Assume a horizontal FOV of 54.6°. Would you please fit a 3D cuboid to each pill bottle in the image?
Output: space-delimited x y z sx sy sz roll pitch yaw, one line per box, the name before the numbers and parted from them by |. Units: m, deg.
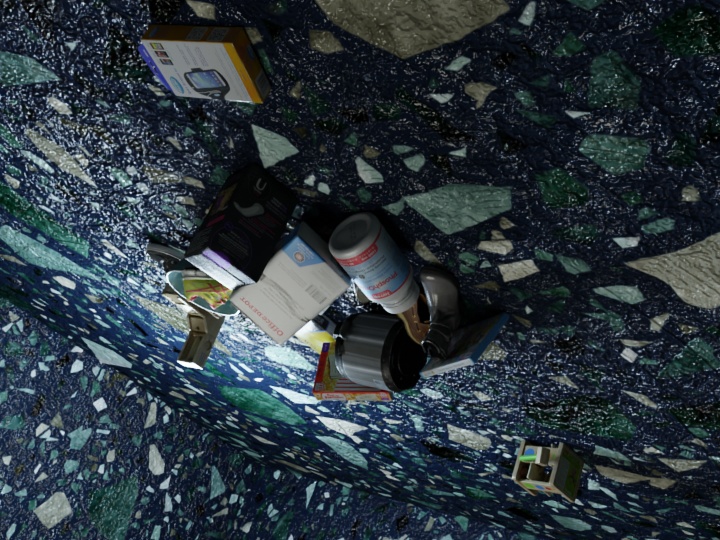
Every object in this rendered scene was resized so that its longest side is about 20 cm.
pill bottle | 0.033 -0.009 1.343 0.108 0.109 0.200 -2 140 41

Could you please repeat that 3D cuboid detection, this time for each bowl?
bowl | -0.369 0.016 1.734 0.200 0.105 0.201 18 153 10

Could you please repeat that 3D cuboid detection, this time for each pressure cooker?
pressure cooker | 0.034 0.184 1.627 0.199 0.178 0.177 5 107 38

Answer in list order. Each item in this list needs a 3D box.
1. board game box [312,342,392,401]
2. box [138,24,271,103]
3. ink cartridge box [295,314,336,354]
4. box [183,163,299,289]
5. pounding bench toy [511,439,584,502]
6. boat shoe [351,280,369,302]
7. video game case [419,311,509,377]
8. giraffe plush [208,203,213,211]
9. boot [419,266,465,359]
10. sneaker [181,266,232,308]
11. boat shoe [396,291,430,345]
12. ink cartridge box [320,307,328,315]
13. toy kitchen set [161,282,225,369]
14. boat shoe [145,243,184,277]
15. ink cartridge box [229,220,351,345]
board game box | -0.010 0.256 1.781 0.199 0.152 0.046 -3 140 16
box | -0.248 -0.323 1.089 0.199 0.042 0.119 13 152 25
ink cartridge box | -0.138 0.164 1.889 0.199 0.047 0.198 -9 140 44
box | -0.225 -0.082 1.329 0.122 0.201 0.106 39 150 -27
pounding bench toy | 0.508 0.552 1.988 0.156 0.125 0.200 -8 140 47
boat shoe | 0.000 0.000 1.480 0.063 0.072 0.200 54 173 30
video game case | 0.218 0.160 1.486 0.018 0.143 0.200 47 150 -6
giraffe plush | -0.260 -0.037 1.481 0.199 0.163 0.173 -6 141 46
boot | 0.157 0.092 1.418 0.070 0.132 0.200 5 148 34
sneaker | -0.311 0.044 1.590 0.199 0.091 0.078 6 -177 10
boat shoe | 0.136 0.106 1.528 0.067 0.072 0.200 4 145 37
ink cartridge box | -0.124 0.022 1.525 0.146 0.086 0.200 26 170 -3
toy kitchen set | -0.470 0.162 1.998 0.163 0.181 0.200 4 152 31
boat shoe | -0.478 -0.003 1.831 0.199 0.066 0.070 28 153 -8
ink cartridge box | -0.135 0.026 1.367 0.200 0.084 0.145 -40 107 19
